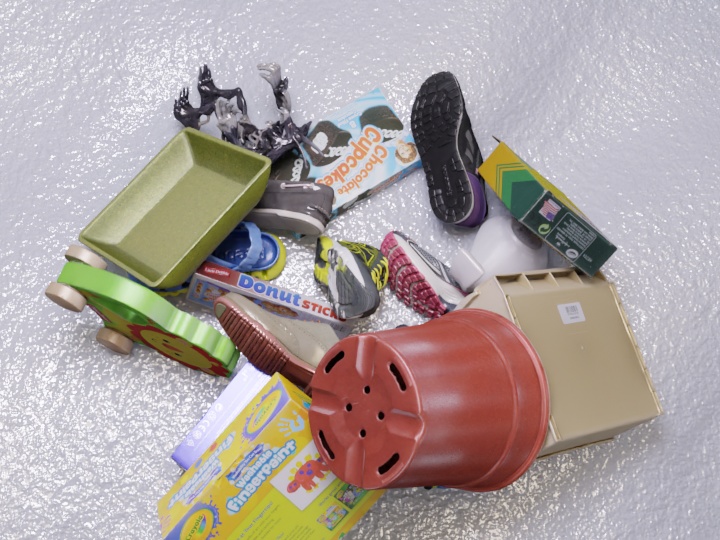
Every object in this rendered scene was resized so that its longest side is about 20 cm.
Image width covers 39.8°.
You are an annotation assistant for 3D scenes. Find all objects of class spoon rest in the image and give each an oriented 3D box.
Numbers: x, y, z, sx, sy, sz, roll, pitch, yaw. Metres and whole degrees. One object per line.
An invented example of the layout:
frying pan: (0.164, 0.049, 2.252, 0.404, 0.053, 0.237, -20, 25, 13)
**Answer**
spoon rest: (0.165, -0.016, 1.216, 0.100, 0.061, 0.199, 50, 34, 14)

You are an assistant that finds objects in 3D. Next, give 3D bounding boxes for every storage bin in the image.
storage bin: (0.226, 0.105, 1.152, 0.198, 0.094, 0.201, -4, 68, -38)

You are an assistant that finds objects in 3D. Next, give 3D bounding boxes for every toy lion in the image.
toy lion: (-0.234, 0.062, 1.139, 0.190, 0.200, 0.069, 16, 69, 22)

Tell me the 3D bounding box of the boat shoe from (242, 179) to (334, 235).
boat shoe: (-0.117, -0.088, 1.232, 0.198, 0.067, 0.058, 13, 69, 30)

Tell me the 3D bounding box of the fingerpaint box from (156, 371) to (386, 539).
fingerpaint box: (-0.093, 0.241, 1.081, 0.167, 0.073, 0.200, 41, 93, -25)

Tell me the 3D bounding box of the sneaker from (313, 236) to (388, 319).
sneaker: (0.000, 0.000, 1.180, 0.083, 0.200, 0.076, -1, 109, -15)

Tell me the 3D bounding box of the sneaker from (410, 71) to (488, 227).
sneaker: (0.120, -0.153, 1.285, 0.075, 0.087, 0.203, -12, 78, 31)

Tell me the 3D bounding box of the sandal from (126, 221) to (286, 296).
sandal: (-0.191, -0.022, 1.221, 0.197, 0.087, 0.081, -12, 75, -5)

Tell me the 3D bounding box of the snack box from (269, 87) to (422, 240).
snack box: (-0.028, -0.140, 1.293, 0.199, 0.037, 0.117, -31, 77, -12)

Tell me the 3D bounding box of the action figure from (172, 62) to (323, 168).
action figure: (-0.140, -0.195, 1.245, 0.198, 0.103, 0.119, 22, 50, 24)

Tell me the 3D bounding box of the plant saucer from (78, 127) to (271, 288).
plant saucer: (-0.213, -0.068, 1.182, 0.199, 0.048, 0.200, 25, 67, 45)

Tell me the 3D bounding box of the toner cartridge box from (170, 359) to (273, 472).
toner cartridge box: (-0.137, 0.156, 1.162, 0.043, 0.095, 0.201, 36, 74, 8)

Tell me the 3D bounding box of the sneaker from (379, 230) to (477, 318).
sneaker: (0.105, 0.024, 1.233, 0.200, 0.081, 0.075, 43, 60, 2)

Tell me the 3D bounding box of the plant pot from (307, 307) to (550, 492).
plant pot: (0.061, 0.139, 1.029, 0.194, 0.200, 0.203, 3, 65, -49)

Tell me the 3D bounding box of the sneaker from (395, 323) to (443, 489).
sneaker: (0.090, 0.160, 1.194, 0.077, 0.066, 0.203, -10, 73, -18)

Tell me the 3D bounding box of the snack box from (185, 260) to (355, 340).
snack box: (-0.108, 0.043, 1.190, 0.198, 0.072, 0.025, 20, 59, -9)

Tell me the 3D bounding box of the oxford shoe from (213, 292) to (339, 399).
oxford shoe: (-0.074, 0.082, 1.112, 0.199, 0.071, 0.074, 39, 58, -7)

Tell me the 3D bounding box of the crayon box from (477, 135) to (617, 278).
crayon box: (0.219, -0.082, 1.213, 0.126, 0.201, 0.051, 35, 105, -24)
